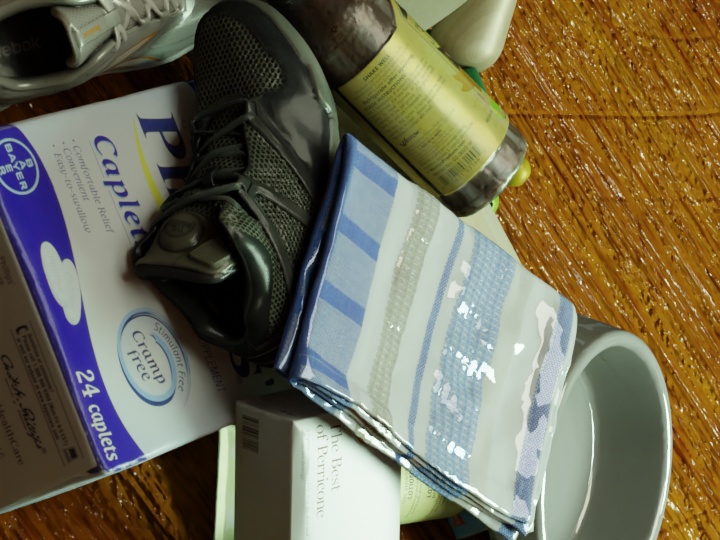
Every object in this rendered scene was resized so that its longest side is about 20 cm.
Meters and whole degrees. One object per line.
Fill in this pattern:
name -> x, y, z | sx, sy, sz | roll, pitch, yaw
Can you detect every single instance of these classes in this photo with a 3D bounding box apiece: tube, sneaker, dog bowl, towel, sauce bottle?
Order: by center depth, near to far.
sneaker -> -0.066, -0.049, 1.362 | 0.114, 0.076, 0.201 | 6, 74, -56
towel -> 0.041, 0.037, 1.393 | 0.200, 0.024, 0.148 | 36, 58, -37
sneaker -> -0.137, -0.132, 1.406 | 0.199, 0.092, 0.076 | -26, 103, -16
sauce bottle -> 0.006, -0.116, 1.440 | 0.200, 0.065, 0.065 | 45, 43, -20
tube -> -0.014, 0.125, 1.534 | 0.199, 0.052, 0.058 | 2, 52, -48
dog bowl -> 0.129, 0.122, 1.630 | 0.200, 0.058, 0.202 | -14, 106, -56

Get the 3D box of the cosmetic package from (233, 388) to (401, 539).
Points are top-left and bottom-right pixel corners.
cosmetic package -> -0.022, 0.163, 1.398 | 0.082, 0.050, 0.202 | -12, 109, -43

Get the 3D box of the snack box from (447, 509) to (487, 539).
snack box -> 0.062, 0.055, 1.667 | 0.116, 0.037, 0.201 | -26, 93, -52

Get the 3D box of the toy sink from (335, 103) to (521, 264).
toy sink -> 0.000, 0.000, 1.509 | 0.112, 0.130, 0.201 | -3, 61, -50

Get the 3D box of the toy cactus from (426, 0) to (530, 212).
toy cactus -> 0.058, -0.107, 1.614 | 0.102, 0.166, 0.200 | 18, 25, -19

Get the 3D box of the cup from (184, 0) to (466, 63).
cup -> -0.048, -0.185, 1.544 | 0.200, 0.143, 0.201 | 41, 16, -14

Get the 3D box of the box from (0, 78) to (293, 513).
box -> -0.138, 0.009, 1.395 | 0.200, 0.104, 0.185 | -21, 90, -53
